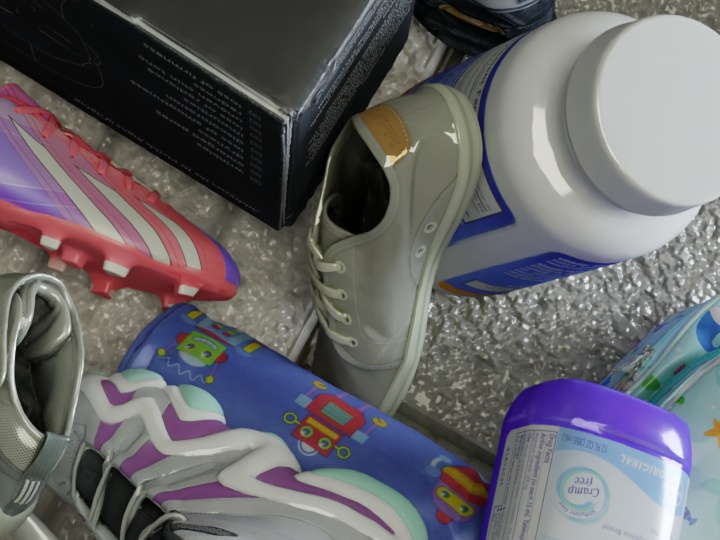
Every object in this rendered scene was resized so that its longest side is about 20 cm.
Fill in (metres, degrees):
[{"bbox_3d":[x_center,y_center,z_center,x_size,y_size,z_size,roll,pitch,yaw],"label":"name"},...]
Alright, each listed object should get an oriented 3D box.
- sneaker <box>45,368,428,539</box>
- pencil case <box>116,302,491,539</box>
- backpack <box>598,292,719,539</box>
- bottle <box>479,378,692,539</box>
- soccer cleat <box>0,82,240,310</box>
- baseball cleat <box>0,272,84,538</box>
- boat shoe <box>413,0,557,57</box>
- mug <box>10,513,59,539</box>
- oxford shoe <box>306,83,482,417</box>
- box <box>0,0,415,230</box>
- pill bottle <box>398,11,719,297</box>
[{"bbox_3d":[-0.084,0.111,0.995,0.199,0.140,0.078,17,116,21],"label":"sneaker"},{"bbox_3d":[-0.021,0.094,1.087,0.200,0.087,0.078,30,47,15],"label":"pencil case"},{"bbox_3d":[0.182,0.106,1.137,0.178,0.151,0.200,43,71,-1],"label":"backpack"},{"bbox_3d":[0.084,0.149,1.001,0.083,0.065,0.201,21,69,-21],"label":"bottle"},{"bbox_3d":[-0.143,-0.043,1.110,0.199,0.067,0.077,21,74,-9],"label":"soccer cleat"},{"bbox_3d":[-0.172,0.021,1.042,0.070,0.200,0.107,12,125,-48],"label":"baseball cleat"},{"bbox_3d":[0.013,-0.172,1.162,0.200,0.091,0.071,40,75,20],"label":"boat shoe"},{"bbox_3d":[-0.156,0.182,1.039,0.175,0.148,0.200,-31,86,-36],"label":"mug"},{"bbox_3d":[0.000,0.000,1.091,0.058,0.200,0.075,-8,45,-28],"label":"oxford shoe"},{"bbox_3d":[-0.084,-0.135,1.045,0.200,0.197,0.124,32,77,4],"label":"box"},{"bbox_3d":[0.091,-0.054,1.090,0.112,0.200,0.113,4,80,-26],"label":"pill bottle"}]
